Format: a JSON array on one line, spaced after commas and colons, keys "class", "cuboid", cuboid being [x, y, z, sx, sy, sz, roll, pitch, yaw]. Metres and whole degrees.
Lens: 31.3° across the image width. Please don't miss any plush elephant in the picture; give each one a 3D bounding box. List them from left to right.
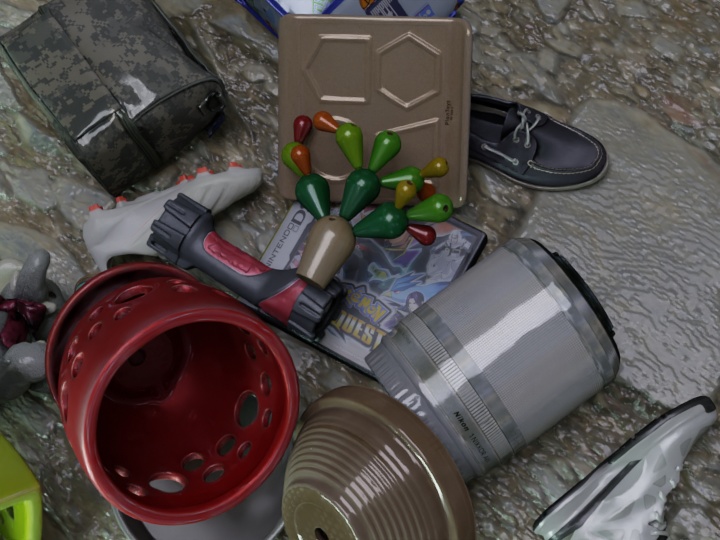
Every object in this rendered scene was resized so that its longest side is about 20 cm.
[{"class": "plush elephant", "cuboid": [-0.348, 0.050, 1.292, 0.164, 0.201, 0.155, 27, 55, 5]}]

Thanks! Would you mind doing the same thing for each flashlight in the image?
[{"class": "flashlight", "cuboid": [-0.110, -0.007, 1.265, 0.199, 0.068, 0.068, 33, 42, 13]}]

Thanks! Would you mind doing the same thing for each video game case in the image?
[{"class": "video game case", "cuboid": [0.000, 0.000, 1.301, 0.199, 0.026, 0.182, 27, 78, 18]}]

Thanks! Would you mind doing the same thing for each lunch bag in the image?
[{"class": "lunch bag", "cuboid": [-0.253, -0.203, 1.358, 0.167, 0.139, 0.200, -37, 69, -3]}, {"class": "lunch bag", "cuboid": [-0.013, -0.295, 1.357, 0.170, 0.124, 0.200, -44, 84, -6]}]

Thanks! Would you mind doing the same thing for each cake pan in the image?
[{"class": "cake pan", "cuboid": [-0.147, 0.194, 1.256, 0.198, 0.037, 0.202, -3, 71, 10]}]

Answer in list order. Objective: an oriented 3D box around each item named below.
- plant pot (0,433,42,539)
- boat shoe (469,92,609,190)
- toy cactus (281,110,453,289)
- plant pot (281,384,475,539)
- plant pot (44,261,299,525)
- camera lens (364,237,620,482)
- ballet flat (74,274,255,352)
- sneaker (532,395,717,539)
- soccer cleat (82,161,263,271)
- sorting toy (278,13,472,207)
[{"class": "plant pot", "cuboid": [-0.425, 0.223, 1.191, 0.199, 0.200, 0.182, -20, 56, -33]}, {"class": "boat shoe", "cuboid": [0.152, -0.134, 1.296, 0.198, 0.063, 0.073, 18, 77, 16]}, {"class": "toy cactus", "cuboid": [-0.010, -0.059, 1.230, 0.199, 0.102, 0.166, 26, 79, 19]}, {"class": "plant pot", "cuboid": [-0.003, 0.211, 1.129, 0.201, 0.202, 0.092, 42, 49, 21]}, {"class": "plant pot", "cuboid": [-0.177, 0.100, 1.156, 0.201, 0.201, 0.182, -47, 31, -7]}, {"class": "camera lens", "cuboid": [0.123, 0.080, 1.177, 0.199, 0.160, 0.160, -35, 69, -2]}, {"class": "ballet flat", "cuboid": [-0.187, 0.040, 1.302, 0.198, 0.068, 0.072, 17, 34, 8]}, {"class": "sneaker", "cuboid": [0.265, 0.211, 1.162, 0.200, 0.076, 0.116, -41, 77, 4]}, {"class": "soccer cleat", "cuboid": [-0.190, -0.055, 1.341, 0.198, 0.069, 0.078, -19, 90, 2]}, {"class": "sorting toy", "cuboid": [0.013, -0.160, 1.286, 0.198, 0.036, 0.187, 4, 104, 13]}]
